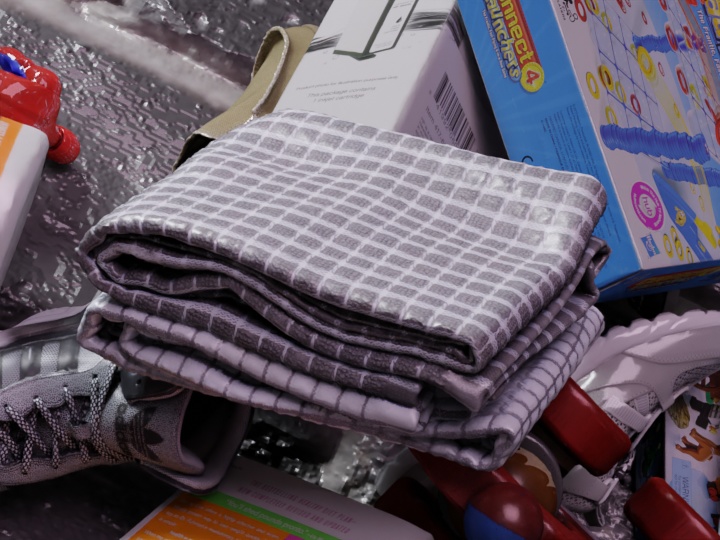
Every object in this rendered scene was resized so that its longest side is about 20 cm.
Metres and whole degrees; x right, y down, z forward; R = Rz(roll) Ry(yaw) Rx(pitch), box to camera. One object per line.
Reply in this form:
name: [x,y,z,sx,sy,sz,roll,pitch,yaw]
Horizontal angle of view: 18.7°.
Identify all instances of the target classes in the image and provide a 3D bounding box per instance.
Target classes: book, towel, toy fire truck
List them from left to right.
book: [-0.077,0.161,0.919,0.133,0.048,0.200,11,38,46]
towel: [0.000,0.000,0.952,0.200,0.086,0.166,15,26,19]
toy fire truck: [0.091,0.125,0.960,0.112,0.168,0.200,-44,91,2]

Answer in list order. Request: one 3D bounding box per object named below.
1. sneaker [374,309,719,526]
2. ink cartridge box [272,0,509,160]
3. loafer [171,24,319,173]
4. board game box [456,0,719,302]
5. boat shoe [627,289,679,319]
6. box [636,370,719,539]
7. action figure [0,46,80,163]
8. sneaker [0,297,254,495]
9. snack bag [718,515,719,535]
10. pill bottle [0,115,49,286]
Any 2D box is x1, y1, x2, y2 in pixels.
sneaker: [0.108,0.087,1.092,0.200,0.075,0.082,-29,81,-10]
ink cartridge box: [0.034,-0.069,1.140,0.084,0.146,0.200,-5,39,28]
loafer: [-0.060,-0.061,1.147,0.067,0.076,0.200,22,47,-13]
board game box: [0.148,-0.090,1.135,0.196,0.056,0.200,-8,76,-49]
boat shoe: [0.146,-0.058,1.234,0.060,0.074,0.200,3,58,-8]
box: [0.211,0.126,1.125,0.136,0.038,0.200,15,49,-11]
action figure: [-0.227,-0.110,1.105,0.200,0.099,0.065,35,81,-39]
sneaker: [-0.129,0.067,0.978,0.200,0.076,0.114,-24,28,-32]
snack bag: [0.272,0.115,1.088,0.200,0.021,0.189,16,52,-1]
pill bottle: [-0.257,-0.046,1.024,0.200,0.114,0.114,20,48,-7]
